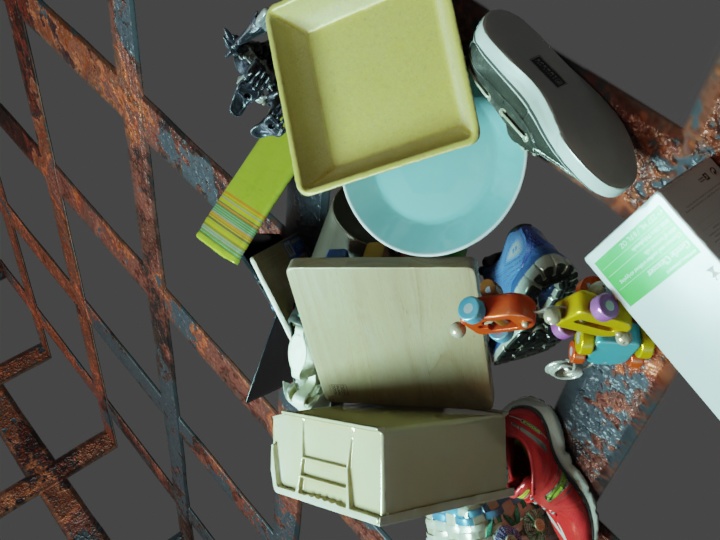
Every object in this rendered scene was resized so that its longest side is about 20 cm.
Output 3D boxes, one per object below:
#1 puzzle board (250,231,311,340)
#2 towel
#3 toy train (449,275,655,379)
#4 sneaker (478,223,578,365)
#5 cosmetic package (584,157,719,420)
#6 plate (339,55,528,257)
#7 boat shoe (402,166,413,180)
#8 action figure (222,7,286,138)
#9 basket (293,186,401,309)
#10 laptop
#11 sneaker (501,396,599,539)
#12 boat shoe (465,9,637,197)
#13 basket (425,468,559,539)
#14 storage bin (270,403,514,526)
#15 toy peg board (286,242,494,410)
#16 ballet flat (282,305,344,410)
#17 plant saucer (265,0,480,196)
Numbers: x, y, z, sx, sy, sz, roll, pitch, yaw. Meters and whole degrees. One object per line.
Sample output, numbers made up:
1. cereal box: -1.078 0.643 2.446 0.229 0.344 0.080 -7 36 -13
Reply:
1. puzzle board: -0.086 0.032 1.145 0.017 0.200 0.152 -25 95 16
2. towel: -0.135 -0.108 1.095 0.086 0.201 0.018 33 178 34
3. toy train: 0.182 0.045 0.763 0.149 0.199 0.056 -14 61 38
4. sneaker: 0.167 0.026 0.859 0.201 0.078 0.090 95 157 -53
5. cosmetic package: 0.290 0.027 0.652 0.201 0.084 0.108 53 146 15
6. plate: 0.072 -0.114 0.827 0.198 0.026 0.202 0 90 26
7. boat shoe: 0.038 -0.138 0.908 0.200 0.059 0.072 51 159 18
8. action figure: -0.108 -0.243 1.002 0.119 0.102 0.201 47 -158 -33
9. basket: 0.000 0.000 1.017 0.201 0.135 0.181 108 153 -45
10. laptop: -0.138 0.060 1.193 0.201 0.116 0.187 57 -166 7
11. sneaker: 0.206 0.248 0.962 0.077 0.085 0.201 -17 101 60
12. boat shoe: 0.163 -0.137 0.724 0.201 0.070 0.064 58 150 20
13. basket: 0.168 0.363 1.029 0.139 0.175 0.202 -6 100 53
14. storage bin: 0.031 0.202 0.923 0.198 0.199 0.095 -3 87 50
15. toy peg board: 0.045 0.046 0.919 0.197 0.098 0.201 0 128 18
16. ballet flat: -0.063 0.122 0.995 0.067 0.068 0.202 13 124 28
17. plant saucer: 0.014 -0.191 0.813 0.198 0.048 0.202 -14 84 27
